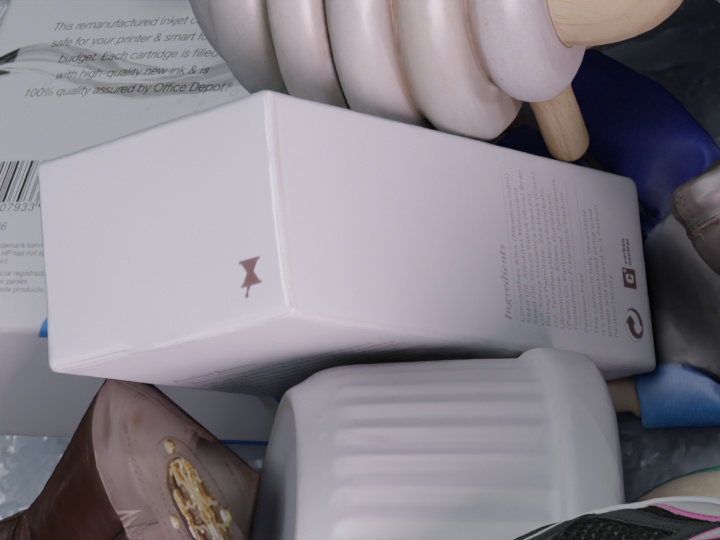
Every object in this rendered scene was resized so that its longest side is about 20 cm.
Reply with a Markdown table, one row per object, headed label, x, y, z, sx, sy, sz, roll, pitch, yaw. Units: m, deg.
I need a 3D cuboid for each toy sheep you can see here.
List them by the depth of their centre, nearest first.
| label | x | y | z | sx | sy | sz | roll | pitch | yaw |
| --- | --- | --- | --- | --- | --- | --- | --- | --- | --- |
| toy sheep | 0.011 | -0.099 | 0.909 | 0.199 | 0.138 | 0.138 | -2 | 70 | 16 |

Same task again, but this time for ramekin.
| label | x | y | z | sx | sy | sz | roll | pitch | yaw |
| --- | --- | --- | --- | --- | --- | --- | --- | --- | --- |
| ramekin | 0.014 | 0.120 | 0.848 | 0.094 | 0.202 | 0.203 | 6 | 71 | -7 |

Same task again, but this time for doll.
| label | x | y | z | sx | sy | sz | roll | pitch | yaw |
| --- | --- | --- | --- | --- | --- | --- | --- | --- | --- |
| doll | 0.123 | -0.010 | 0.962 | 0.137 | 0.048 | 0.200 | -50 | 57 | 8 |

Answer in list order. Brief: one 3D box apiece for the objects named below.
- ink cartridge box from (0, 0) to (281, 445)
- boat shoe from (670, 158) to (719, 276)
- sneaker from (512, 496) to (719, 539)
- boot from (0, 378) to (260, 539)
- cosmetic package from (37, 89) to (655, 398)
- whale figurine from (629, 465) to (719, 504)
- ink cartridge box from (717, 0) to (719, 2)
| label | x | y | z | sx | sy | sz | roll | pitch | yaw |
| --- | --- | --- | --- | --- | --- | --- | --- | --- | --- |
| ink cartridge box | -0.071 | -0.041 | 1.030 | 0.144 | 0.084 | 0.200 | 1 | 57 | 27 |
| boat shoe | 0.174 | -0.062 | 0.896 | 0.201 | 0.061 | 0.072 | -46 | 8 | -33 |
| sneaker | 0.104 | 0.087 | 0.692 | 0.199 | 0.086 | 0.081 | -10 | 72 | 23 |
| boot | -0.075 | 0.146 | 0.925 | 0.200 | 0.064 | 0.187 | -41 | 73 | 51 |
| cosmetic package | 0.000 | 0.000 | 0.896 | 0.101 | 0.200 | 0.071 | -14 | 75 | 36 |
| whale figurine | 0.134 | 0.161 | 0.879 | 0.159 | 0.104 | 0.201 | -9 | 91 | 15 |
| ink cartridge box | 0.139 | -0.205 | 0.946 | 0.198 | 0.047 | 0.200 | -48 | 56 | 1 |
